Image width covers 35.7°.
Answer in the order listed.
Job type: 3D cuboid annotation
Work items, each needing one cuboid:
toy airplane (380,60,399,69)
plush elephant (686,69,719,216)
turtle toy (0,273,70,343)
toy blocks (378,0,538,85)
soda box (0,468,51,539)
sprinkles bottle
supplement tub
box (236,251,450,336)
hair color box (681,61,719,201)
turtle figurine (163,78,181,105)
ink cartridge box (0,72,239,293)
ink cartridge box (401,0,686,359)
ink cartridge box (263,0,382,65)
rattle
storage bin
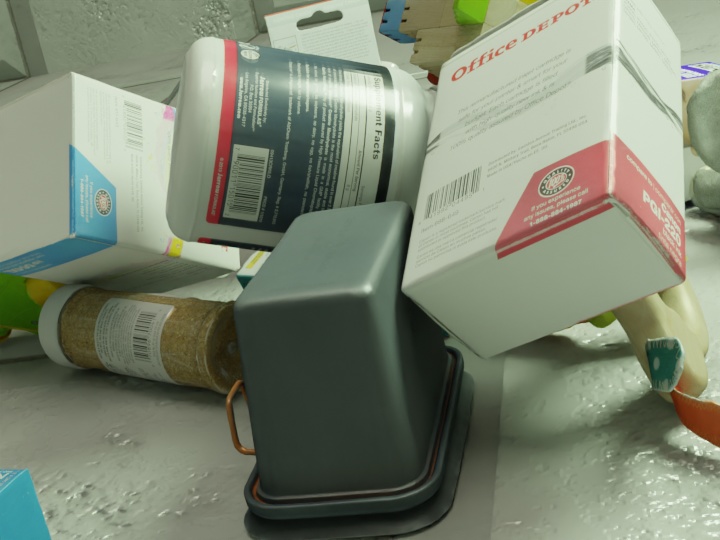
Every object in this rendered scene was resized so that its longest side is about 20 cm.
[{"bbox_3d":[0.016,-0.152,1.217,0.196,0.144,0.200,16,-4,-18],"label":"toy airplane"},{"bbox_3d":[0.337,-0.108,0.869,0.161,0.158,0.200,-6,19,15],"label":"plush elephant"},{"bbox_3d":[-0.308,-0.003,0.988,0.145,0.199,0.103,-27,47,35],"label":"turtle toy"},{"bbox_3d":[0.103,-0.157,0.852,0.198,0.102,0.136,17,-3,-35],"label":"toy blocks"},{"bbox_3d":[-0.236,0.178,0.550,0.063,0.069,0.200,-4,21,24],"label":"soda box"},{"bbox_3d":[-0.165,0.051,0.866,0.197,0.069,0.068,5,25,38],"label":"sprinkles bottle"},{"bbox_3d":[-0.033,-0.080,0.793,0.196,0.143,0.141,7,15,-13],"label":"supplement tub"},{"bbox_3d":[0.000,0.000,0.903,0.197,0.050,0.083,4,44,38],"label":"box"},{"bbox_3d":[0.241,-0.114,0.988,0.196,0.111,0.065,-11,19,-16],"label":"hair color box"},{"bbox_3d":[-0.192,-0.086,1.161,0.192,0.204,0.143,0,-12,43],"label":"turtle figurine"},{"bbox_3d":[-0.195,-0.058,0.923,0.124,0.131,0.199,-14,-18,35],"label":"ink cartridge box"},{"bbox_3d":[0.112,-0.067,0.668,0.144,0.085,0.203,-25,40,37],"label":"ink cartridge box"},{"bbox_3d":[-0.028,-0.158,1.087,0.107,0.204,0.050,-15,18,-11],"label":"ink cartridge box"},{"bbox_3d":[0.146,0.046,0.696,0.141,0.131,0.202,-17,44,17],"label":"rattle"},{"bbox_3d":[-0.016,0.048,0.681,0.143,0.137,0.200,-7,19,14],"label":"storage bin"}]
